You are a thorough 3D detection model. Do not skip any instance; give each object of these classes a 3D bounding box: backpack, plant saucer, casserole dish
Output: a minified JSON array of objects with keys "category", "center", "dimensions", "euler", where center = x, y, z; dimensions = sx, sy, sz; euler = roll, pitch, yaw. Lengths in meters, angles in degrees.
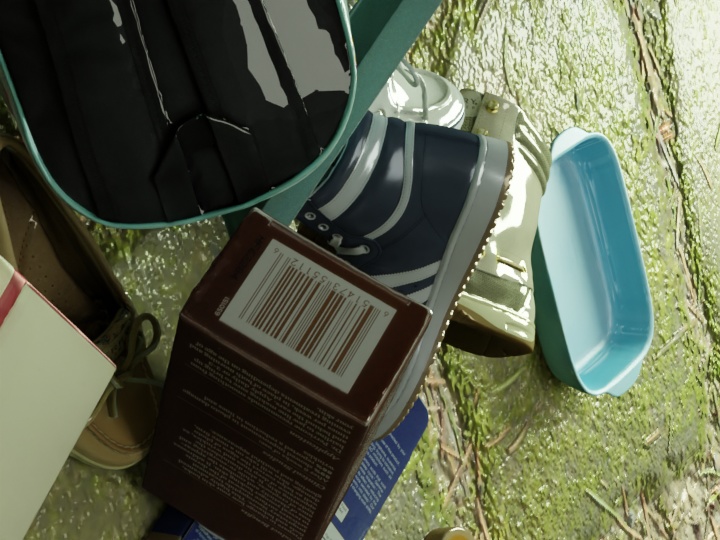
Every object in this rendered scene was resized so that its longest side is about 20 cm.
[{"category":"backpack","center":[-0.093,-0.122,0.748],"dimensions":[0.174,0.153,0.202],"euler":[-20,93,-8]},{"category":"plant saucer","center":[-0.013,-0.093,0.824],"dimensions":[0.019,0.070,0.201],"euler":[30,105,-25]},{"category":"casserole dish","center":[0.158,-0.004,1.154],"dimensions":[0.121,0.039,0.202],"euler":[-33,112,-44]}]

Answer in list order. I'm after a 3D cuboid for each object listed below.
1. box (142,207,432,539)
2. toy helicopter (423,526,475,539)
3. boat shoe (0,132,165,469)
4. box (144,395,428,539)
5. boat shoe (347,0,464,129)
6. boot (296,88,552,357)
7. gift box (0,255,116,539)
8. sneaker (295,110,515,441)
[{"category":"box","center":[-0.041,0.068,0.780],"dimensions":[0.100,0.201,0.075],"euler":[30,56,5]},{"category":"toy helicopter","center":[0.101,0.237,1.055],"dimensions":[0.201,0.078,0.133],"euler":[55,50,-27]},{"category":"boat shoe","center":[-0.149,0.021,0.780],"dimensions":[0.073,0.062,0.201],"euler":[-54,127,-35]},{"category":"box","center":[-0.036,0.122,0.929],"dimensions":[0.201,0.032,0.122],"euler":[-56,128,-32]},{"category":"boat shoe","center":[-0.008,-0.112,0.912],"dimensions":[0.201,0.075,0.087],"euler":[-7,135,-38]},{"category":"boot","center":[0.047,-0.047,1.004],"dimensions":[0.199,0.072,0.156],"euler":[28,64,-39]},{"category":"gift box","center":[-0.224,0.062,0.596],"dimensions":[0.185,0.199,0.188],"euler":[45,58,-32]},{"category":"sneaker","center":[0.000,0.000,0.882],"dimensions":[0.107,0.201,0.070],"euler":[17,29,-12]}]
